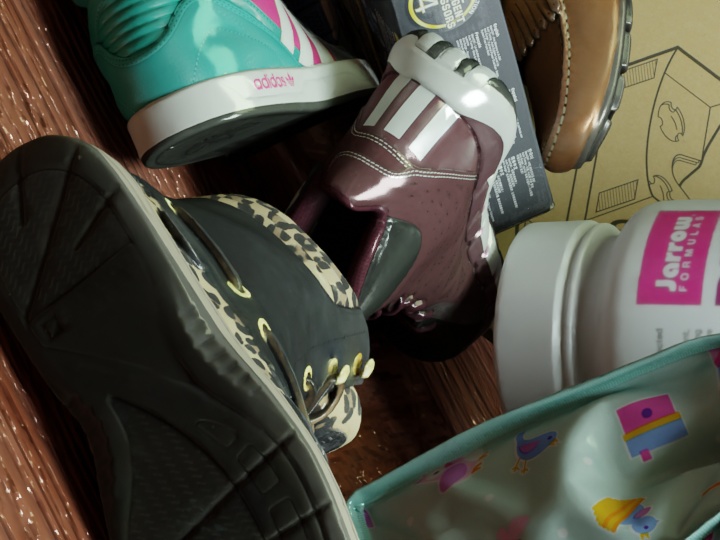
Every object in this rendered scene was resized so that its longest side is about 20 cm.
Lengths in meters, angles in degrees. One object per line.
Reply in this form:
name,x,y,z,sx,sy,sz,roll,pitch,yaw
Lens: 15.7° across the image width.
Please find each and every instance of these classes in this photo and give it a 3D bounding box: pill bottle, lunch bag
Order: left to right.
lunch bag,0.125,0.114,0.959,0.170,0.200,0.122,47,20,-42
pill bottle,0.162,0.028,1.041,0.113,0.200,0.114,0,90,-67

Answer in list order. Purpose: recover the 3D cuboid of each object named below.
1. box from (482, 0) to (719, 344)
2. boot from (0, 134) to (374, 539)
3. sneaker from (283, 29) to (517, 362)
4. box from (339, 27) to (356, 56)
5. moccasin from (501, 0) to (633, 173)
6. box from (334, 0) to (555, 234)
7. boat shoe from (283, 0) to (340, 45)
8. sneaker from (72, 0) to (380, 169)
box,0.118,-0.045,1.163,0.163,0.200,0.021,39,-14,15
boot,-0.034,0.050,0.828,0.200,0.073,0.151,57,15,11
sneaker,0.000,0.000,1.038,0.076,0.116,0.200,31,-28,20
box,0.044,-0.110,1.291,0.200,0.086,0.164,65,10,17
moccasin,0.072,-0.135,1.140,0.074,0.078,0.202,123,-35,-64
box,0.013,-0.132,1.083,0.161,0.049,0.200,-116,-176,-45
boat shoe,-0.073,-0.170,1.119,0.072,0.072,0.200,-91,157,-69
sneaker,-0.059,-0.106,1.016,0.121,0.084,0.200,68,14,2
